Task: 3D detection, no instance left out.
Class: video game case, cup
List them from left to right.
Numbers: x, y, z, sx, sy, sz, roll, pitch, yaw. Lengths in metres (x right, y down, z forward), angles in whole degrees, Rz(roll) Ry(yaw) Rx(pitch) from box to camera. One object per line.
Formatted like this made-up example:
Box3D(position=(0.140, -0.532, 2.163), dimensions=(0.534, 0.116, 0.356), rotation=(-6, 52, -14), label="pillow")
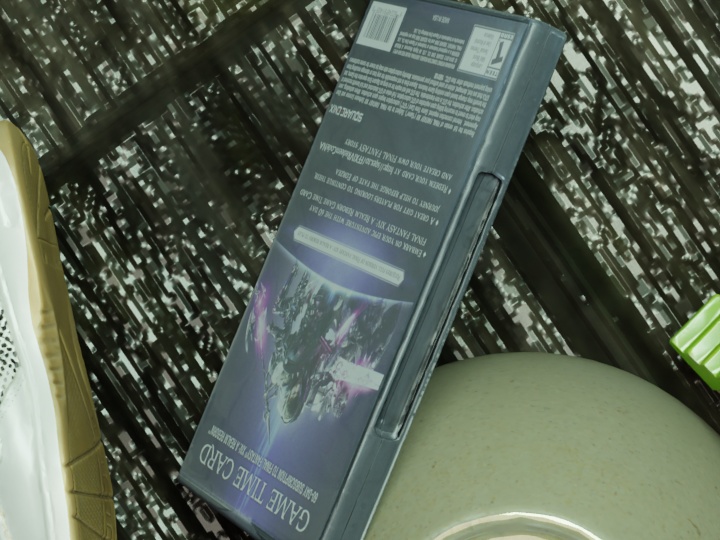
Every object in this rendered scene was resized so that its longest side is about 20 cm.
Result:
Box3D(position=(0.000, 0.000, 1.069), dimensions=(0.019, 0.143, 0.201), rotation=(21, 91, -24), label="video game case")
Box3D(position=(0.057, 0.130, 1.057), dimensions=(0.199, 0.143, 0.202), rotation=(0, 89, 4), label="cup")

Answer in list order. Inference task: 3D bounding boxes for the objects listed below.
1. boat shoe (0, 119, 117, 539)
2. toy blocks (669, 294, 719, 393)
Box3D(position=(-0.137, 0.049, 1.113), dimensions=(0.069, 0.071, 0.201), rotation=(-13, 79, 4), label="boat shoe")
Box3D(position=(0.206, 0.075, 1.037), dimensions=(0.100, 0.137, 0.200), rotation=(-44, 91, -8), label="toy blocks")
